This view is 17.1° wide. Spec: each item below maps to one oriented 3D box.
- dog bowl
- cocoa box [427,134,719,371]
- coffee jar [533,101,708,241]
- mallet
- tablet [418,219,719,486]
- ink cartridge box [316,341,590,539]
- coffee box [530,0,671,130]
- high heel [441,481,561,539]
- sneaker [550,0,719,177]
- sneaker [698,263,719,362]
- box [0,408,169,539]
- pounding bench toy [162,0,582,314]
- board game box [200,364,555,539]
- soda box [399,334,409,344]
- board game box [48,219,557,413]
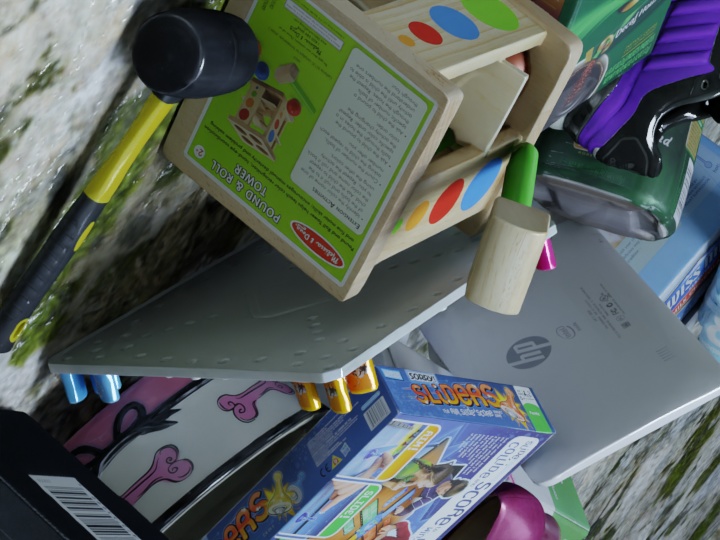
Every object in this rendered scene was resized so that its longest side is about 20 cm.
[{"bbox_3d":[-0.113,0.117,1.320,0.200,0.074,0.200,-41,171,-8],"label":"dog bowl"},{"bbox_3d":[0.151,-0.002,1.573,0.200,0.133,0.131,-47,160,-16],"label":"cocoa box"},{"bbox_3d":[0.175,-0.127,1.478,0.085,0.104,0.201,58,51,-69],"label":"coffee jar"},{"bbox_3d":[-0.115,-0.042,1.130,0.200,0.041,0.066,-55,165,26],"label":"mallet"},{"bbox_3d":[0.120,0.043,1.424,0.129,0.200,0.014,-28,126,-7],"label":"tablet"},{"bbox_3d":[0.024,0.136,1.479,0.144,0.084,0.200,-34,141,21],"label":"ink cartridge box"},{"bbox_3d":[0.132,-0.170,1.243,0.123,0.044,0.201,-36,155,-38],"label":"coffee box"},{"bbox_3d":[0.025,0.192,1.420,0.200,0.068,0.096,-41,151,6],"label":"high heel"},{"bbox_3d":[0.201,-0.137,1.382,0.201,0.099,0.070,-52,165,-1],"label":"sneaker"},{"bbox_3d":[0.253,0.023,1.537,0.082,0.074,0.200,-55,160,-9],"label":"sneaker"},{"bbox_3d":[-0.180,0.201,1.165,0.197,0.200,0.124,-54,160,7],"label":"box"},{"bbox_3d":[0.039,-0.065,1.184,0.156,0.200,0.125,-24,148,-53],"label":"pounding bench toy"},{"bbox_3d":[-0.002,0.133,1.347,0.135,0.035,0.200,11,132,-47],"label":"board game box"},{"bbox_3d":[0.000,0.000,1.437,0.068,0.064,0.201,-38,158,-36],"label":"soda box"},{"bbox_3d":[-0.027,0.022,1.240,0.200,0.199,0.026,-32,113,-46],"label":"board game box"}]
